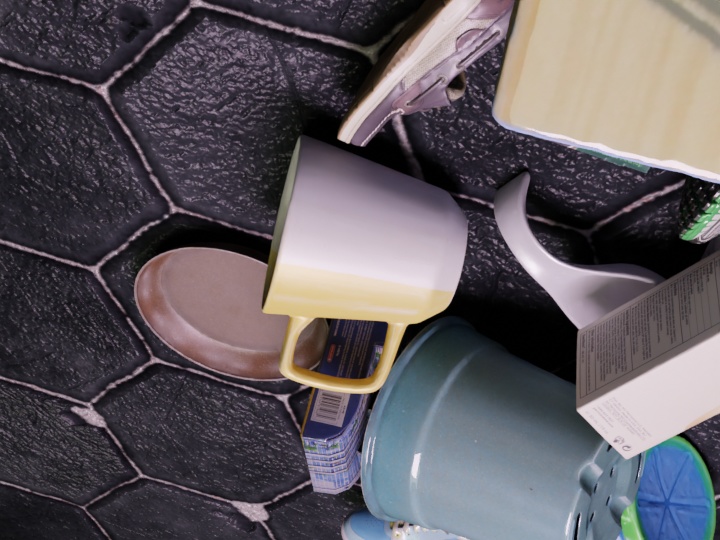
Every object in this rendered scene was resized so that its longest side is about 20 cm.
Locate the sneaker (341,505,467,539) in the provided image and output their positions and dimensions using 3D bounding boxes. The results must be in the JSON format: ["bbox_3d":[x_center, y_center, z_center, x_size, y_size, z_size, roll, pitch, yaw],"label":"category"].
[{"bbox_3d":[0.075,0.265,1.477,0.198,0.080,0.131,1,141,5],"label":"sneaker"}]

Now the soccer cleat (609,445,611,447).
[{"bbox_3d":[0.222,0.142,1.289,0.200,0.083,0.065,-14,93,51],"label":"soccer cleat"}]

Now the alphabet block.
[{"bbox_3d":[0.196,-0.184,0.772,0.195,0.196,0.201,13,120,2],"label":"alphabet block"}]

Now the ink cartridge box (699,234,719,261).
[{"bbox_3d":[0.370,0.057,1.150,0.198,0.044,0.199,15,139,2],"label":"ink cartridge box"}]

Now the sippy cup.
[{"bbox_3d":[0.263,0.236,1.340,0.130,0.140,0.178,-15,123,49],"label":"sippy cup"}]

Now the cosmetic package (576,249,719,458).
[{"bbox_3d":[0.270,0.055,1.059,0.199,0.106,0.071,-33,116,31],"label":"cosmetic package"}]

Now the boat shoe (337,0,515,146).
[{"bbox_3d":[0.051,-0.151,1.004,0.065,0.072,0.200,33,133,-12],"label":"boat shoe"}]

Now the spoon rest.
[{"bbox_3d":[0.189,0.005,1.126,0.200,0.061,0.099,39,137,-14],"label":"spoon rest"}]

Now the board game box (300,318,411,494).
[{"bbox_3d":[0.004,0.103,1.254,0.061,0.201,0.200,11,155,9],"label":"board game box"}]

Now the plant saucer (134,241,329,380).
[{"bbox_3d":[-0.123,0.036,1.316,0.199,0.032,0.201,10,140,8],"label":"plant saucer"}]

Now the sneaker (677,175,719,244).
[{"bbox_3d":[0.309,-0.075,0.990,0.085,0.078,0.200,29,139,-15],"label":"sneaker"}]

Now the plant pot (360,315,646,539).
[{"bbox_3d":[0.135,0.165,1.193,0.195,0.201,0.201,19,146,32],"label":"plant pot"}]

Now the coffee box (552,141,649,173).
[{"bbox_3d":[0.184,-0.166,0.956,0.122,0.044,0.201,18,140,1],"label":"coffee box"}]

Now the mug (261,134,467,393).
[{"bbox_3d":[0.001,-0.009,1.132,0.152,0.150,0.187,12,126,-7],"label":"mug"}]
